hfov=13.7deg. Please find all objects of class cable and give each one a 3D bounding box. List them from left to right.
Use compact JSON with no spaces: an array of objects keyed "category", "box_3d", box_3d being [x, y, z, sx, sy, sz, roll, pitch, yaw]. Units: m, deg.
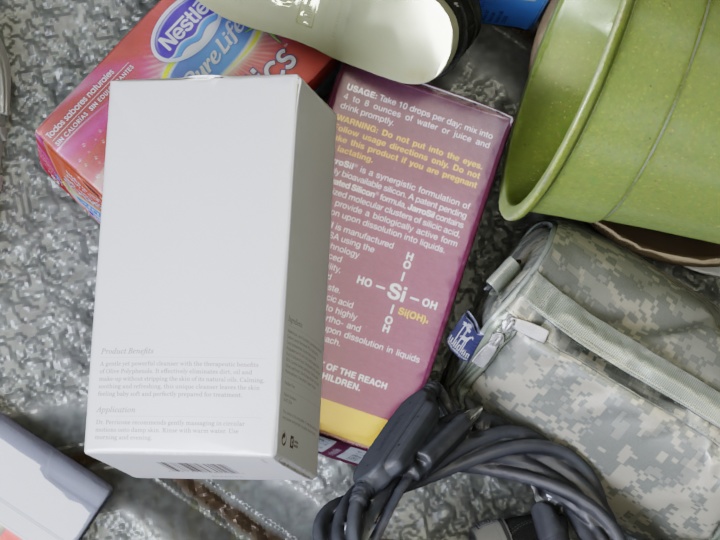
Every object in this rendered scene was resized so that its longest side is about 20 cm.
[{"category":"cable","box_3d":[0.056,0.157,1.542,0.163,0.051,0.200,40,44,-6]}]

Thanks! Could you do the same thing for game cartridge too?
[{"category":"game cartridge","box_3d":[-0.246,0.168,1.663,0.133,0.041,0.200,32,81,3]}]

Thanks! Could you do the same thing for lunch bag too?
[{"category":"lunch bag","box_3d":[0.147,0.061,1.651,0.200,0.168,0.139,32,80,-1]}]

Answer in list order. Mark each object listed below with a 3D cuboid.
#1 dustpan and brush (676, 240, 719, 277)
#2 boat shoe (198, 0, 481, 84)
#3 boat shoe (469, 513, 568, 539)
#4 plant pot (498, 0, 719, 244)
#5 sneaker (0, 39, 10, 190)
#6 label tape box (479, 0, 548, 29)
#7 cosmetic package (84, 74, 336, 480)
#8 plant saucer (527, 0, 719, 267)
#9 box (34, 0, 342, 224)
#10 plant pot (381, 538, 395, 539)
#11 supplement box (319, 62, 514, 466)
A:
[{"category":"dustpan and brush","box_3d":[0.278,0.009,1.725,0.200,0.057,0.140,9,82,7]},{"category":"boat shoe","box_3d":[-0.030,-0.164,1.617,0.201,0.063,0.074,27,115,11]},{"category":"boat shoe","box_3d":[0.116,0.232,1.681,0.066,0.070,0.200,-14,77,-6]},{"category":"plant pot","box_3d":[0.198,-0.088,1.599,0.190,0.200,0.200,21,81,-8]},{"category":"sneaker","box_3d":[-0.247,-0.039,1.678,0.080,0.076,0.200,4,78,6]},{"category":"label tape box","box_3d":[0.091,-0.251,1.698,0.063,0.144,0.200,10,81,-3]},{"category":"cosmetic package","box_3d":[-0.076,0.004,1.555,0.107,0.085,0.200,1,77,16]},{"category":"plant saucer","box_3d":[0.194,-0.102,1.690,0.200,0.029,0.200,1,97,7]},{"category":"box","box_3d":[-0.083,-0.108,1.682,0.095,0.100,0.200,43,81,2]},{"category":"plant pot","box_3d":[0.019,0.209,1.607,0.201,0.201,0.093,40,71,0]},{"category":"supplement box","box_3d":[0.000,0.000,1.663,0.103,0.131,0.200,19,82,-3]}]
